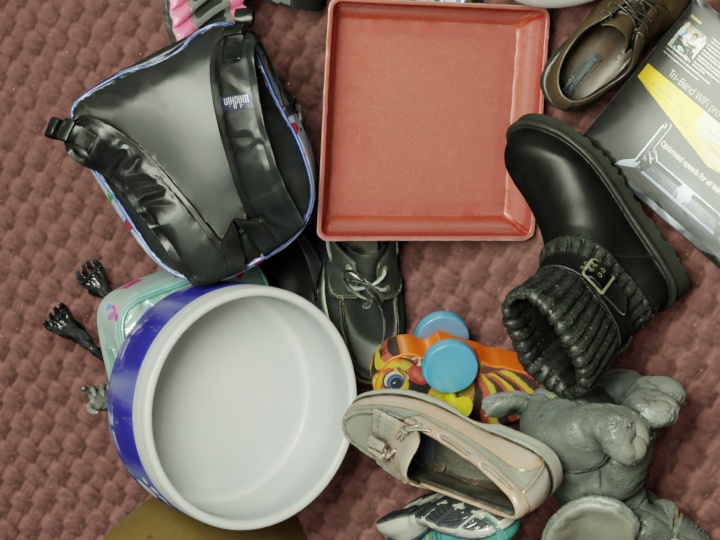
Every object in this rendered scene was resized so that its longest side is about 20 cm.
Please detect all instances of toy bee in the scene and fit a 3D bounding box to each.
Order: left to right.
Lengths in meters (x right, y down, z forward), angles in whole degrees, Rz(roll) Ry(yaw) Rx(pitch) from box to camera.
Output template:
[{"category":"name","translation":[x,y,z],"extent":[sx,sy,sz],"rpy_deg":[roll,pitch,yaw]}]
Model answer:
[{"category":"toy bee","translation":[0.052,0.085,1.618],"extent":[0.200,0.131,0.109],"rpy_deg":[33,111,2]}]

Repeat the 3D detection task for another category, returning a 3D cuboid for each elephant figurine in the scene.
[{"category":"elephant figurine","translation":[0.207,0.192,1.562],"extent":[0.155,0.141,0.201],"rpy_deg":[16,118,50]}]

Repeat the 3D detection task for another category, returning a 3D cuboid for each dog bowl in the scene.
[{"category":"dog bowl","translation":[-0.106,0.110,1.587],"extent":[0.079,0.199,0.201],"rpy_deg":[9,94,57]}]

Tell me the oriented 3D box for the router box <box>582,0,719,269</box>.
[{"category":"router box","translation":[0.302,-0.100,1.559],"extent":[0.200,0.052,0.157],"rpy_deg":[44,104,16]}]

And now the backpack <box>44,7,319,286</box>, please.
[{"category":"backpack","translation":[-0.126,-0.089,1.581],"extent":[0.199,0.154,0.191],"rpy_deg":[-27,87,10]}]

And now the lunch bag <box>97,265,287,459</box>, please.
[{"category":"lunch bag","translation":[-0.140,0.096,1.656],"extent":[0.077,0.160,0.201],"rpy_deg":[7,115,57]}]

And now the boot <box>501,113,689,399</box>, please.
[{"category":"boot","translation":[0.157,-0.015,1.546],"extent":[0.211,0.158,0.079],"rpy_deg":[49,148,7]}]

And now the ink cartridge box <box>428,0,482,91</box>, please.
[{"category":"ink cartridge box","translation":[0.041,-0.196,1.662],"extent":[0.109,0.050,0.201],"rpy_deg":[11,93,20]}]

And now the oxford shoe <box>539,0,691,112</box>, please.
[{"category":"oxford shoe","translation":[0.226,-0.210,1.565],"extent":[0.073,0.084,0.200],"rpy_deg":[34,97,-3]}]

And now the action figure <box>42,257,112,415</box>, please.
[{"category":"action figure","translation":[-0.202,0.087,1.730],"extent":[0.200,0.102,0.119],"rpy_deg":[42,92,18]}]

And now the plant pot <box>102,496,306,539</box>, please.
[{"category":"plant pot","translation":[-0.165,0.279,1.661],"extent":[0.186,0.200,0.187],"rpy_deg":[0,90,22]}]

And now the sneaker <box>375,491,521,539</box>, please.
[{"category":"sneaker","translation":[0.085,0.223,1.593],"extent":[0.077,0.200,0.080],"rpy_deg":[-27,89,-23]}]

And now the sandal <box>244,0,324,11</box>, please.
[{"category":"sandal","translation":[-0.129,-0.250,1.717],"extent":[0.200,0.075,0.048],"rpy_deg":[17,105,20]}]

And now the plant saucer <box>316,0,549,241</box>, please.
[{"category":"plant saucer","translation":[0.056,-0.126,1.603],"extent":[0.199,0.037,0.201],"rpy_deg":[0,100,-20]}]

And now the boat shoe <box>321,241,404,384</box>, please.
[{"category":"boat shoe","translation":[0.000,0.000,1.663],"extent":[0.071,0.068,0.201],"rpy_deg":[-5,90,-1]}]

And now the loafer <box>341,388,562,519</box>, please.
[{"category":"loafer","translation":[0.062,0.148,1.530],"extent":[0.199,0.063,0.072],"rpy_deg":[14,128,31]}]

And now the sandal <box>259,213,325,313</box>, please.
[{"category":"sandal","translation":[-0.062,-0.006,1.705],"extent":[0.076,0.043,0.201],"rpy_deg":[-10,86,21]}]

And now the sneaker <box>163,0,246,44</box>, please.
[{"category":"sneaker","translation":[-0.138,-0.186,1.693],"extent":[0.095,0.079,0.201],"rpy_deg":[13,125,56]}]

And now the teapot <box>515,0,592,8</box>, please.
[{"category":"teapot","translation":[0.154,-0.323,1.538],"extent":[0.200,0.146,0.198],"rpy_deg":[29,76,41]}]
